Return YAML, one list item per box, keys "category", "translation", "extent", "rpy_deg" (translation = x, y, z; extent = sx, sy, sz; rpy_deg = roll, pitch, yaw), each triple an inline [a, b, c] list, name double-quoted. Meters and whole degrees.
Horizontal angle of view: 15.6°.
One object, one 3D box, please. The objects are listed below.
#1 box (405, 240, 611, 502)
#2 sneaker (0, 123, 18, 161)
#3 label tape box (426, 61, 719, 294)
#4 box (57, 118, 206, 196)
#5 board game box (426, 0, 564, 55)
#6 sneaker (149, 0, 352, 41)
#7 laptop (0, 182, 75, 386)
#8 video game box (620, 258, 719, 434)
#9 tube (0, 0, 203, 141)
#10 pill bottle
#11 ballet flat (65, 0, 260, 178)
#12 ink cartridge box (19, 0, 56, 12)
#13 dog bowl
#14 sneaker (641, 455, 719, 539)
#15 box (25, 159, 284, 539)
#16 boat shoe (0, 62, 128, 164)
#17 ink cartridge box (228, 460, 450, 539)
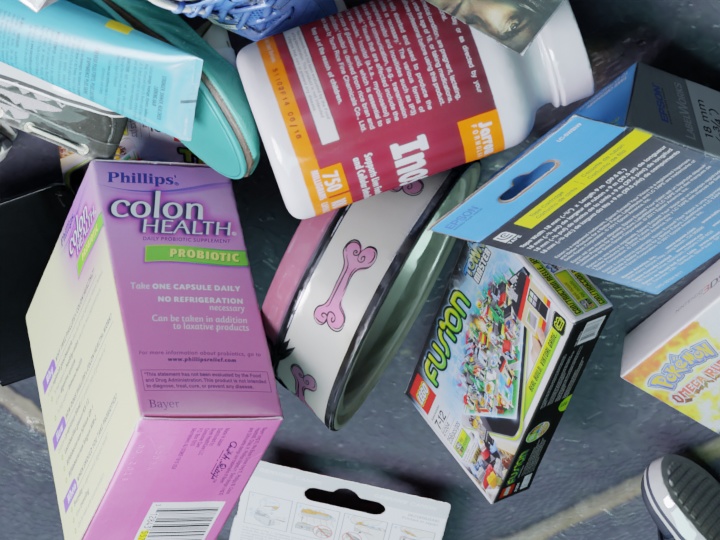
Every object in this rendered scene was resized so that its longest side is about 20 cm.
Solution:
- category: "box"
  translation: [0.098, 0.055, 1.788]
  extent: [0.035, 0.110, 0.200]
  rpy_deg: [-21, 148, -32]
- category: "sneaker"
  translation: [-0.323, -0.120, 1.730]
  extent: [0.200, 0.078, 0.080]
  rpy_deg: [34, 142, -22]
- category: "label tape box"
  translation: [0.156, -0.062, 1.642]
  extent: [0.200, 0.063, 0.144]
  rpy_deg: [16, 141, -36]
- category: "box"
  translation: [-0.144, -0.051, 1.786]
  extent: [0.110, 0.035, 0.200]
  rpy_deg: [6, 137, 8]
- category: "board game box"
  translation: [0.087, -0.224, 1.461]
  extent: [0.135, 0.028, 0.200]
  rpy_deg: [29, 130, -10]
- category: "sneaker"
  translation: [-0.091, -0.178, 1.612]
  extent: [0.200, 0.077, 0.076]
  rpy_deg: [29, 133, -22]
- category: "laptop"
  translation: [-0.270, -0.013, 1.830]
  extent: [0.200, 0.103, 0.177]
  rpy_deg: [30, 158, 36]
- category: "video game box"
  translation: [0.308, 0.052, 1.789]
  extent: [0.182, 0.047, 0.200]
  rpy_deg: [31, 134, -16]
- category: "tube"
  translation: [-0.190, -0.142, 1.612]
  extent: [0.200, 0.050, 0.077]
  rpy_deg: [24, 149, 8]
- category: "pill bottle"
  translation: [0.034, -0.114, 1.593]
  extent: [0.200, 0.113, 0.113]
  rpy_deg: [-20, 133, 0]
- category: "ballet flat"
  translation: [-0.122, -0.147, 1.648]
  extent: [0.200, 0.070, 0.067]
  rpy_deg: [45, 148, -16]
- category: "ink cartridge box"
  translation: [-0.202, -0.211, 1.489]
  extent: [0.200, 0.115, 0.068]
  rpy_deg: [35, 104, -2]
- category: "dog bowl"
  translation: [0.000, 0.000, 1.703]
  extent: [0.074, 0.200, 0.200]
  rpy_deg: [28, 137, 8]
- category: "sneaker"
  translation: [0.255, 0.214, 1.935]
  extent: [0.079, 0.078, 0.200]
  rpy_deg: [-30, 125, 29]
- category: "box"
  translation: [-0.137, 0.061, 1.699]
  extent: [0.097, 0.200, 0.176]
  rpy_deg: [1, 143, -23]
- category: "boat shoe"
  translation: [-0.245, -0.121, 1.678]
  extent: [0.200, 0.071, 0.064]
  rpy_deg: [20, 107, 2]
- category: "ink cartridge box"
  translation: [-0.020, 0.216, 2.039]
  extent: [0.162, 0.057, 0.200]
  rpy_deg: [12, 129, 0]
